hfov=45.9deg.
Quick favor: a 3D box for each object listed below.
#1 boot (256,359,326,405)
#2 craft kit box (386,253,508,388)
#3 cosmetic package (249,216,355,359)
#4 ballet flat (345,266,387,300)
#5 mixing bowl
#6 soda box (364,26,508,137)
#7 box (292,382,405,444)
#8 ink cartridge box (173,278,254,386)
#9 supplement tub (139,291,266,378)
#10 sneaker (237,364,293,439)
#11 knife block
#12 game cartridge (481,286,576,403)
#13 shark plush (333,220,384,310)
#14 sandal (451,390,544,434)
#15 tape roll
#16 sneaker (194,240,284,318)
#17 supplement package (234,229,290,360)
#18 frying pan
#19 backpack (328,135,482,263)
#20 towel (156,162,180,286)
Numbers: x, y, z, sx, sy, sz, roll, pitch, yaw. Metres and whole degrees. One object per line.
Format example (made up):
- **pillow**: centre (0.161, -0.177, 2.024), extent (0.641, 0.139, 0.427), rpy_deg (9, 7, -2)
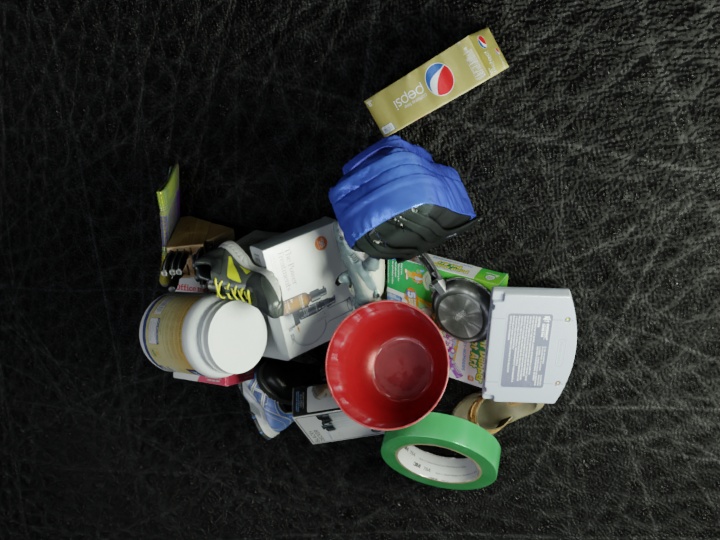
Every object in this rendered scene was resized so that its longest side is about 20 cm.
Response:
- **boot**: centre (-0.063, 0.179, 1.511), extent (0.211, 0.080, 0.158), rpy_deg (18, 140, -24)
- **craft kit box**: centre (0.136, 0.077, 1.384), extent (0.197, 0.049, 0.200), rpy_deg (14, 121, 25)
- **cosmetic package**: centre (-0.089, 0.028, 1.438), extent (0.052, 0.151, 0.200), rpy_deg (18, 127, 53)
- **ballet flat**: centre (0.000, 0.000, 1.420), extent (0.069, 0.069, 0.200), rpy_deg (-1, 114, 35)
- **mixing bowl**: centre (0.054, 0.154, 1.357), extent (0.200, 0.108, 0.201), rpy_deg (-3, 78, 17)
- **soda box**: centre (0.105, -0.264, 1.203), extent (0.200, 0.068, 0.064), rpy_deg (-23, 100, 41)
- **box**: centre (-0.008, 0.240, 1.477), extent (0.199, 0.060, 0.117), rpy_deg (-10, 143, 11)
- **ink cartridge box**: centre (-0.282, 0.108, 1.624), extent (0.144, 0.084, 0.201), rpy_deg (3, 96, 33)
- **supplement tub**: centre (-0.269, 0.109, 1.460), extent (0.200, 0.144, 0.145), rpy_deg (0, 114, 45)
- **sneaker**: centre (-0.196, 0.230, 1.688), extent (0.077, 0.076, 0.200), rpy_deg (-27, 89, 3)
- **knife block**: centre (-0.318, -0.027, 1.533), extent (0.200, 0.175, 0.064), rpy_deg (17, 123, 41)
- **game cartridge**: centre (0.257, 0.114, 1.287), extent (0.133, 0.041, 0.200), rpy_deg (4, 121, 5)
- **shark plush**: centre (-0.002, 0.010, 1.377), extent (0.083, 0.091, 0.200), rpy_deg (5, 129, 9)
- **sandal**: centre (0.217, 0.237, 1.405), extent (0.200, 0.054, 0.080), rpy_deg (-35, 92, 41)
- **tape roll**: centre (0.136, 0.308, 1.445), extent (0.200, 0.048, 0.201), rpy_deg (11, 146, 8)
- **sneaker**: centre (-0.196, 0.027, 1.371), extent (0.200, 0.085, 0.075), rpy_deg (36, 140, 41)
- **supplement package**: centre (-0.158, 0.042, 1.517), extent (0.117, 0.117, 0.200), rpy_deg (6, 117, 33)
- **frying pan**: centre (0.147, 0.032, 1.309), extent (0.115, 0.031, 0.190), rpy_deg (-10, 111, 36)
- **backpack**: centre (0.045, -0.102, 1.224), extent (0.162, 0.200, 0.168), rpy_deg (-35, 74, 24)
- **towel**: centre (-0.356, -0.083, 1.578), extent (0.023, 0.144, 0.200), rpy_deg (4, 120, -3)
